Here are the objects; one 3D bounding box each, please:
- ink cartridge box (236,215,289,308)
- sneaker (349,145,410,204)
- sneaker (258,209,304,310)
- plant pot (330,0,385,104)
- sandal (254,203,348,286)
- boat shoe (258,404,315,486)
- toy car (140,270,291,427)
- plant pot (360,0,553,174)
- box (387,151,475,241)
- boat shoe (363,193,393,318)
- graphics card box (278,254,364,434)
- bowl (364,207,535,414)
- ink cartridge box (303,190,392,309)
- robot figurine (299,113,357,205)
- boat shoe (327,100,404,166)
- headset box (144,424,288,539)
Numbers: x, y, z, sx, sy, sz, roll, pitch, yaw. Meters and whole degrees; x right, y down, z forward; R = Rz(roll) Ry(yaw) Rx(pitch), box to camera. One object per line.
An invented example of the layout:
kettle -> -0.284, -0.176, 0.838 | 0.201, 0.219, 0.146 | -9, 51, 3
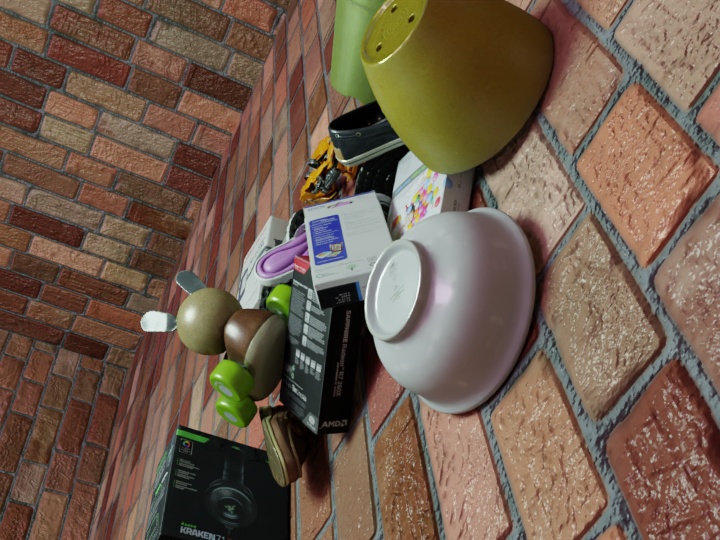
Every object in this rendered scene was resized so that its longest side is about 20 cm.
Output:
ink cartridge box -> -0.162, 0.026, 1.551 | 0.145, 0.084, 0.201 | -51, 25, 43
sneaker -> 0.019, -0.109, 1.195 | 0.201, 0.075, 0.088 | -61, 13, 24
sneaker -> -0.104, 0.006, 1.336 | 0.079, 0.074, 0.201 | 127, 164, -65
plant pot -> 0.036, -0.348, 1.265 | 0.201, 0.198, 0.191 | -97, 19, -55
sandal -> -0.069, -0.047, 1.270 | 0.202, 0.050, 0.082 | -38, 52, -10
boat shoe -> -0.094, 0.222, 1.151 | 0.200, 0.067, 0.073 | -137, 36, -76
toy car -> -0.196, 0.084, 1.189 | 0.165, 0.199, 0.158 | -55, -16, -30
plant pot -> 0.084, -0.225, 0.930 | 0.200, 0.142, 0.201 | -34, 41, 36
box -> 0.079, -0.072, 1.026 | 0.156, 0.041, 0.201 | -38, 37, 59
boat shoe -> 0.000, 0.000, 1.127 | 0.068, 0.071, 0.201 | -106, 38, -65
graphics card box -> -0.050, 0.091, 1.090 | 0.125, 0.051, 0.202 | 23, 107, 59
bowl -> 0.066, 0.028, 0.815 | 0.201, 0.090, 0.202 | -35, 48, 49
ink cartridge box -> -0.012, -0.029, 1.023 | 0.200, 0.099, 0.039 | -102, -2, -59
robot figurine -> -0.048, -0.184, 1.490 | 0.200, 0.058, 0.146 | -25, 48, 66
boat shoe -> 0.047, -0.202, 1.102 | 0.199, 0.062, 0.075 | -25, 36, 14
headset box -> -0.191, 0.322, 1.171 | 0.093, 0.173, 0.201 | -59, 19, 30
